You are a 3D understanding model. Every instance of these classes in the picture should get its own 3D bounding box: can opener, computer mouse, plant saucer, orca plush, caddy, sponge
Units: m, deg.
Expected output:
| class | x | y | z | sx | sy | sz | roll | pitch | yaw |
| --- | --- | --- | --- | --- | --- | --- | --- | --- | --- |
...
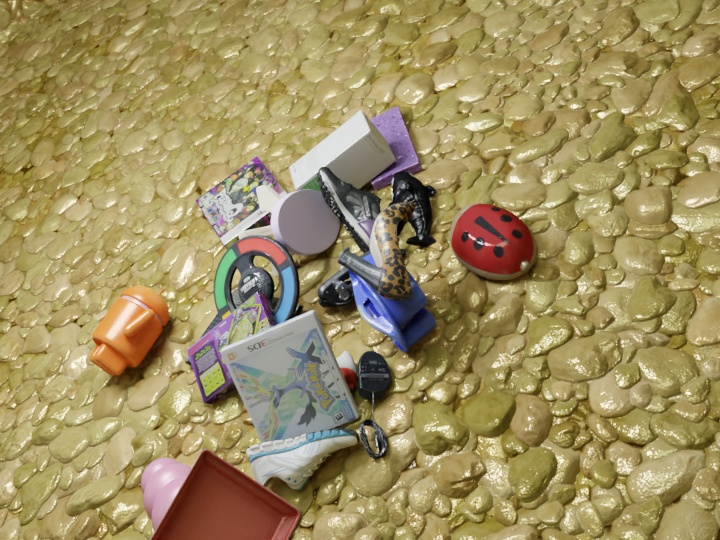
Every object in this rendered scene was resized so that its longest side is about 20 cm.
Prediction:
| class | x | y | z | sx | sy | sz | roll | pitch | yaw |
| --- | --- | --- | --- | --- | --- | --- | --- | --- | --- |
| can opener | 0.000 | 0.000 | 1.627 | 0.199 | 0.064 | 0.078 | -38 | 24 | -10 |
| computer mouse | 0.022 | 0.229 | 1.459 | 0.057 | 0.034 | 0.203 | 4 | 55 | -6 |
| plant saucer | -0.222 | 0.421 | 1.346 | 0.202 | 0.198 | 0.037 | -60 | 15 | -24 |
| orca plush | 0.092 | -0.137 | 1.692 | 0.103 | 0.071 | 0.203 | -13 | 49 | 18 |
| caddy | 0.046 | 0.054 | 1.511 | 0.104 | 0.142 | 0.200 | -33 | 44 | -6 |
| sponge | 0.059 | -0.266 | 1.848 | 0.110 | 0.030 | 0.202 | -24 | 47 | 10 |

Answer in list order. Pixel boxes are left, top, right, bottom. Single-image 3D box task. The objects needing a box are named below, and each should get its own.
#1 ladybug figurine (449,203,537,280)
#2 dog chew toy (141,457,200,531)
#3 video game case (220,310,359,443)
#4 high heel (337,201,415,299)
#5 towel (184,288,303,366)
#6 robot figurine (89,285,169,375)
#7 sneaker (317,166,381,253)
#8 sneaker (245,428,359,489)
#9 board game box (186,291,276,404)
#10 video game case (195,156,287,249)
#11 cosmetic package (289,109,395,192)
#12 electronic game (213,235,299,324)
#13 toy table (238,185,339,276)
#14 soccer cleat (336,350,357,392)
| class | x | y | z | sx | sy | sz | roll | pitch | yaw |
| --- | --- | --- | --- | --- | --- | --- | --- | --- | --- |
| ladybug figurine | 0.237 | -0.060 | 1.549 | 0.136 | 0.072 | 0.199 | -42 | 46 | -10 |
| dog chew toy | -0.311 | 0.387 | 1.447 | 0.125 | 0.125 | 0.199 | -46 | 39 | -13 |
| video game case | -0.120 | 0.193 | 1.464 | 0.180 | 0.203 | 0.022 | -22 | 9 | 10 |
| high heel | 0.073 | -0.033 | 1.455 | 0.142 | 0.072 | 0.200 | 33 | 55 | 20 |
| towel | -0.226 | 0.131 | 1.678 | 0.198 | 0.035 | 0.194 | 11 | 57 | 37 |
| robot figurine | -0.470 | 0.117 | 1.755 | 0.115 | 0.145 | 0.202 | 23 | 64 | 15 |
| sneaker | -0.007 | -0.133 | 1.704 | 0.087 | 0.076 | 0.201 | -34 | 83 | -12 |
| sneaker | -0.091 | 0.318 | 1.428 | 0.197 | 0.075 | 0.088 | -16 | 74 | 11 |
| board game box | -0.236 | 0.146 | 1.596 | 0.199 | 0.032 | 0.121 | -37 | 64 | 21 |
| video game case | -0.262 | -0.151 | 1.921 | 0.180 | 0.036 | 0.200 | -36 | 45 | -4 |
| cosmetic package | -0.039 | -0.224 | 1.785 | 0.199 | 0.107 | 0.086 | -36 | 42 | 16 |
| electronic game | -0.201 | 0.034 | 1.630 | 0.197 | 0.041 | 0.204 | -1 | 87 | 29 |
| toy table | -0.144 | -0.087 | 1.722 | 0.116 | 0.199 | 0.188 | -9 | 82 | 34 |
| soccer cleat | -0.098 | 0.201 | 1.524 | 0.197 | 0.069 | 0.086 | -20 | 35 | 12 |
